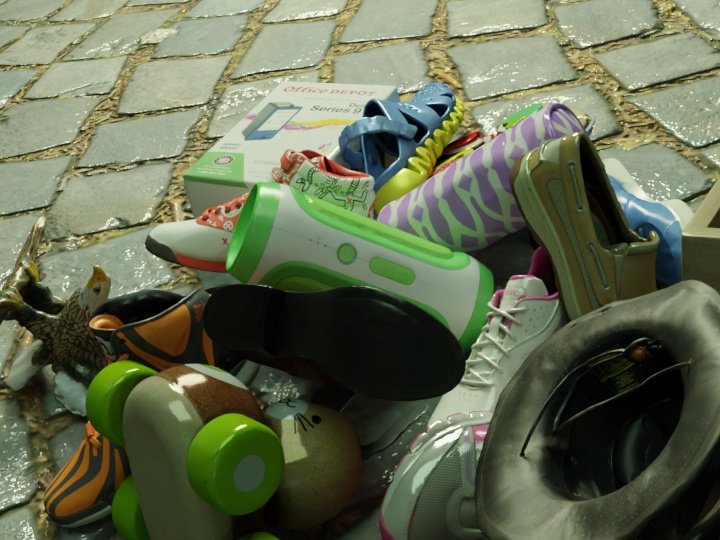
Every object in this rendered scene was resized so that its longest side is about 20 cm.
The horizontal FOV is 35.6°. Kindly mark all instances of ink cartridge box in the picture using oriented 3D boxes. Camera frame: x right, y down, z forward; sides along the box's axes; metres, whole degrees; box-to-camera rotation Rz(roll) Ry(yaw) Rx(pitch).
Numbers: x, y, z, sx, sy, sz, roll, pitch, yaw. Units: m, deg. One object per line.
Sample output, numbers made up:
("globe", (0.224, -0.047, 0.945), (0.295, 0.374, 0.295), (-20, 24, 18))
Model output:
("ink cartridge box", (-0.059, -0.105, 1.114), (0.144, 0.088, 0.200), (8, 38, 28))

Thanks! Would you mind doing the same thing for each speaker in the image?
("speaker", (0.000, 0.000, 0.870), (0.198, 0.089, 0.089), (20, 32, -14))

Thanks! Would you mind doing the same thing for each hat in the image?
("hat", (0.154, 0.102, 0.639), (0.200, 0.081, 0.201), (-36, 20, 16))

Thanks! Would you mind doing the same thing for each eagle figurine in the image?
("eagle figurine", (-0.207, 0.048, 0.935), (0.198, 0.151, 0.153), (21, 81, -6))

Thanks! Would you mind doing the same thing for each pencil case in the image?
("pencil case", (0.106, -0.057, 0.918), (0.199, 0.086, 0.084), (-29, 13, 33))

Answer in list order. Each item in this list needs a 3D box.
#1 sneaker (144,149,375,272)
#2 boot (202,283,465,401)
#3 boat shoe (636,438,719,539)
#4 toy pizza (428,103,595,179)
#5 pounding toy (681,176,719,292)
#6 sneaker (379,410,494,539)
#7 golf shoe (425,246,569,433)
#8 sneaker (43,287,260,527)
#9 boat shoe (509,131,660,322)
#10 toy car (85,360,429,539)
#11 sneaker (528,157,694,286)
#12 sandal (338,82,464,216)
("sneaker", (-0.083, -0.052, 0.950), (0.199, 0.109, 0.067), (9, 13, 11))
("boot", (0.008, 0.065, 0.799), (0.186, 0.200, 0.069), (2, 77, 22))
("boat shoe", (0.231, 0.089, 0.696), (0.071, 0.068, 0.201), (25, 75, 33))
("toy pizza", (0.123, -0.111, 1.052), (0.198, 0.032, 0.200), (-25, 15, 7))
("pounding toy", (0.343, 0.021, 0.793), (0.198, 0.144, 0.184), (7, 30, 31))
("sneaker", (0.106, 0.134, 0.726), (0.198, 0.082, 0.088), (-25, 35, -16))
("golf shoe", (0.105, 0.058, 0.820), (0.075, 0.092, 0.200), (6, 37, 43))
("sneaker", (-0.175, 0.087, 0.814), (0.200, 0.112, 0.077), (-45, 34, -7))
("boat shoe", (0.181, -0.003, 0.798), (0.076, 0.201, 0.072), (-26, 7, 46))
("toy car", (-0.054, 0.116, 0.758), (0.199, 0.160, 0.163), (-23, 24, -35))
("sneaker", (0.200, -0.031, 0.934), (0.110, 0.078, 0.200), (-14, 31, -10))
("sandal", (0.038, -0.134, 1.064), (0.079, 0.087, 0.200), (-42, 11, 35))
